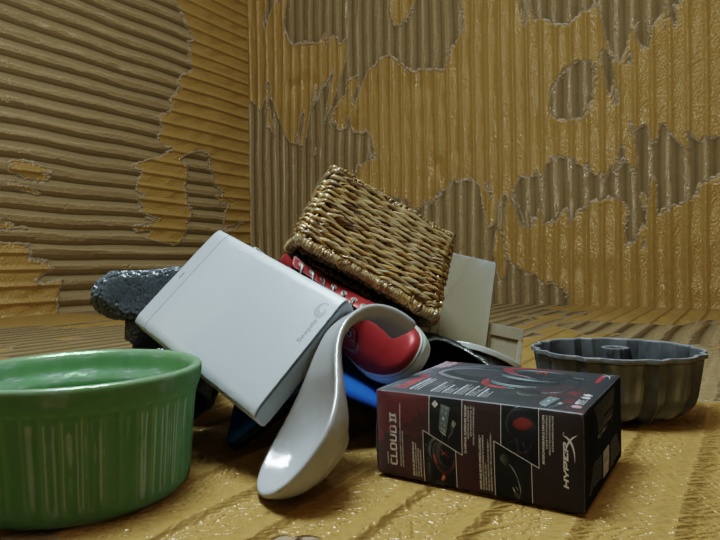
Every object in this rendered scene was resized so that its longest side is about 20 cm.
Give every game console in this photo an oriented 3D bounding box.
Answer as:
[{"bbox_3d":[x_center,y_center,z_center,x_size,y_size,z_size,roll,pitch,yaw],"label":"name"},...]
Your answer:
[{"bbox_3d":[-0.046,0.150,0.704,0.169,0.119,0.200,-37,9,-3],"label":"game console"}]

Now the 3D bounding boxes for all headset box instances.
[{"bbox_3d":[0.115,0.134,0.552,0.196,0.077,0.147,0,2,34],"label":"headset box"}]

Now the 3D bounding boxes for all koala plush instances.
[{"bbox_3d":[-0.222,0.089,0.800,0.179,0.182,0.200,-12,-10,-12],"label":"koala plush"}]

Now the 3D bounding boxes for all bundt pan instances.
[{"bbox_3d":[0.304,0.129,0.744,0.196,0.078,0.202,-1,0,0],"label":"bundt pan"}]

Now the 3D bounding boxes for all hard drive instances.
[{"bbox_3d":[-0.118,0.045,0.608,0.197,0.133,0.027,26,-24,36],"label":"hard drive"}]

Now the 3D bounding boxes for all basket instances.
[{"bbox_3d":[0.000,0.000,0.777,0.197,0.151,0.143,28,-44,-8],"label":"basket"}]

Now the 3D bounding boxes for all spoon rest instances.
[{"bbox_3d":[-0.025,0.100,0.523,0.099,0.061,0.201,-33,16,51],"label":"spoon rest"}]

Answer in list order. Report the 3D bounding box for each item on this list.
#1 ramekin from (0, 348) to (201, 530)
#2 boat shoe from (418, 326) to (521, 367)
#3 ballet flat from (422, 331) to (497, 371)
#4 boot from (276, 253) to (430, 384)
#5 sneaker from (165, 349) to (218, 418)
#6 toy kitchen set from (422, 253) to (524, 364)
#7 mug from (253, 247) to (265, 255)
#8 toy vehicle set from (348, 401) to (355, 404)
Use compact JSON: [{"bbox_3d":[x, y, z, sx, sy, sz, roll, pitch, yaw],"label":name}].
[{"bbox_3d":[-0.228,0.127,0.507,0.194,0.101,0.200,-1,1,0],"label":"ramekin"},{"bbox_3d":[0.095,0.112,0.752,0.195,0.062,0.076,15,-18,6],"label":"boat shoe"},{"bbox_3d":[0.114,0.111,0.670,0.197,0.067,0.057,24,-20,25],"label":"ballet flat"},{"bbox_3d":[-0.024,0.044,0.669,0.144,0.073,0.198,44,-15,-33],"label":"boot"},{"bbox_3d":[-0.167,0.100,0.651,0.080,0.202,0.074,20,-19,43],"label":"sneaker"},{"bbox_3d":[0.127,0.081,0.947,0.194,0.168,0.181,12,-15,-2],"label":"toy kitchen set"},{"bbox_3d":[-0.170,0.091,1.049,0.200,0.176,0.148,45,-1,-42],"label":"mug"},{"bbox_3d":[0.066,0.157,0.820,0.196,0.027,0.123,0,1,37],"label":"toy vehicle set"}]
